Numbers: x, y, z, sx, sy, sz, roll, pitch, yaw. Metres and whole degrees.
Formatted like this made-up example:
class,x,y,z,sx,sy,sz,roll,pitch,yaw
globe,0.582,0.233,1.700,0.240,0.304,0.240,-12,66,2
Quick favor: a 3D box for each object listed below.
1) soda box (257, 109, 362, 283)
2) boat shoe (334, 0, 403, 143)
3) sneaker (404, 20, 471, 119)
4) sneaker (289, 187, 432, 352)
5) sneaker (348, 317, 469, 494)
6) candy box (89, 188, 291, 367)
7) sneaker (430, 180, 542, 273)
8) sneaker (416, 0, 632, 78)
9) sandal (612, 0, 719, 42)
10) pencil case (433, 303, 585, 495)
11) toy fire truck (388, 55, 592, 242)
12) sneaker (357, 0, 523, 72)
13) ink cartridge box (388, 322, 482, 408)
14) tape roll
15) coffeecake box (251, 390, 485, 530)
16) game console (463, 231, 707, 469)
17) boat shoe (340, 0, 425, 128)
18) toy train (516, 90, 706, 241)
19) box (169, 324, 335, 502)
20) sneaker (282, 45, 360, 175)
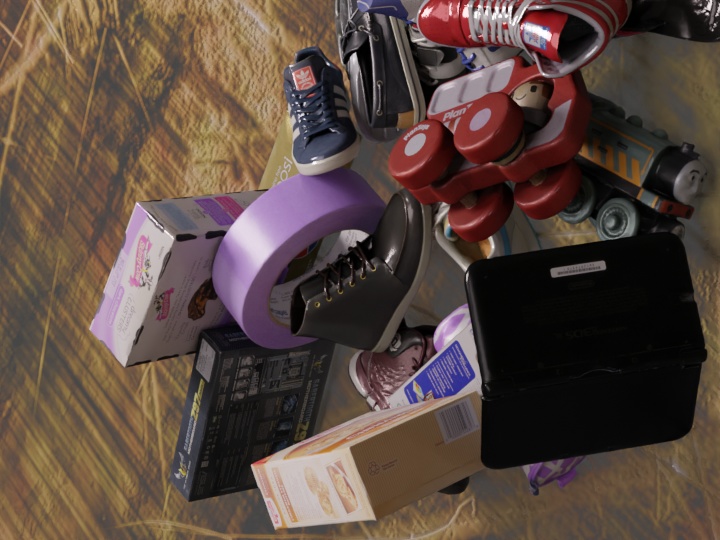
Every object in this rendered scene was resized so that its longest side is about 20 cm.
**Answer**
class,x,y,z,sx,sy,sz,roll,pitch,yaw
soda box,-0.072,-0.079,1.855,0.064,0.068,0.201,40,121,36
boat shoe,0.013,-0.231,1.766,0.071,0.072,0.201,163,105,-66
sneaker,0.071,-0.240,1.681,0.074,0.088,0.201,29,115,40
sneaker,0.000,0.000,1.673,0.075,0.106,0.201,-114,36,-50
sneaker,0.067,0.127,1.722,0.200,0.075,0.116,53,125,31
candy box,-0.172,0.005,1.775,0.072,0.199,0.168,42,121,30
sneaker,0.104,-0.070,1.657,0.077,0.081,0.201,-49,61,36
sneaker,0.136,-0.219,1.482,0.199,0.113,0.072,-2,117,20
sandal,0.252,-0.246,1.517,0.199,0.045,0.076,14,104,45
pencil case,0.152,0.120,1.630,0.084,0.086,0.200,-33,62,-1
toy fire truck,0.127,-0.133,1.521,0.199,0.112,0.169,-18,44,43
sneaker,0.098,-0.238,1.597,0.081,0.198,0.116,-116,24,-67
ink cartridge box,0.097,0.125,1.601,0.095,0.037,0.200,63,150,14
tape roll,-0.055,-0.012,1.746,0.066,0.199,0.201,51,126,31
coffeecake box,0.012,0.183,1.585,0.200,0.153,0.073,-20,91,58
game console,0.196,0.073,1.483,0.116,0.199,0.177,107,153,-77
boat shoe,0.009,-0.236,1.684,0.075,0.062,0.201,132,122,-77
toy train,0.228,-0.093,1.533,0.200,0.085,0.114,34,107,40
box,-0.119,0.152,1.845,0.051,0.157,0.201,42,128,43
sneaker,-0.048,-0.170,1.713,0.200,0.075,0.085,-102,-8,-61
